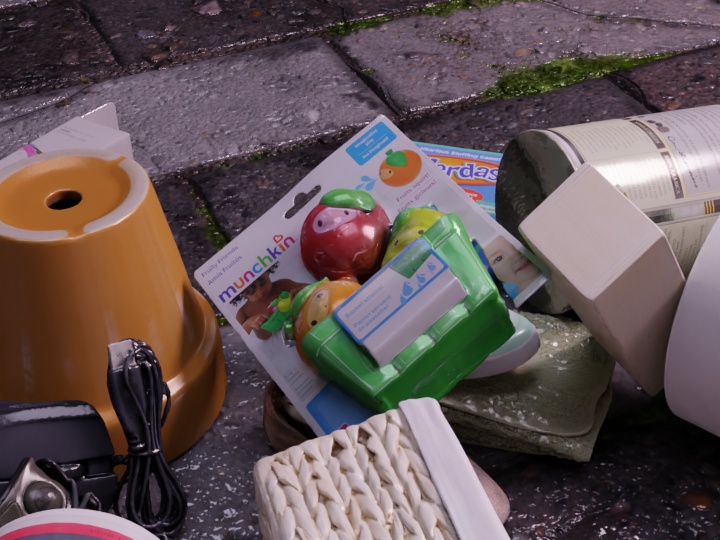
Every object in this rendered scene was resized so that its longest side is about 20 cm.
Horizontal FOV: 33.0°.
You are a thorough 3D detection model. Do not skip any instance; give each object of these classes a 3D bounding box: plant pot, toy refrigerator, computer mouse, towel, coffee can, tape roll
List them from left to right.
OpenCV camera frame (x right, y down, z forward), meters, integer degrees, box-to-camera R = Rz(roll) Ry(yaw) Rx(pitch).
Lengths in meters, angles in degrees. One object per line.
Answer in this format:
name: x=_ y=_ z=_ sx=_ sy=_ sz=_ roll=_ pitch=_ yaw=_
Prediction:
computer mouse: x=-0.222 y=0.125 z=0.807 sx=0.197 sy=0.141 sz=0.053 roll=-7 pitch=11 yaw=8
plant pot: x=-0.204 y=0.021 z=0.893 sx=0.197 sy=0.185 sz=0.201 roll=-1 pitch=35 yaw=1
towel: x=0.095 y=0.076 z=0.933 sx=0.197 sy=0.037 sz=0.149 roll=9 pitch=36 yaw=15
toy refrigerator: x=0.182 y=0.010 z=0.836 sx=0.070 sy=0.200 sz=0.076 roll=-43 pitch=57 yaw=3
coffee can: x=0.230 y=-0.054 z=0.996 sx=0.197 sy=0.148 sz=0.147 roll=-10 pitch=35 yaw=-22
tape roll: x=0.317 y=0.037 z=0.835 sx=0.138 sy=0.205 sz=0.202 roll=25 pitch=43 yaw=33

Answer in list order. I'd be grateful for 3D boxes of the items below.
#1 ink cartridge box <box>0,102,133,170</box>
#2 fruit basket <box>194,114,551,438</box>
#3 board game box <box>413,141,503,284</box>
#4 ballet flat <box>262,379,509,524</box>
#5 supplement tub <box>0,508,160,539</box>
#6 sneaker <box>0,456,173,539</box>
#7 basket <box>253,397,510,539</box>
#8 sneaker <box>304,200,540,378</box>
ink cartridge box: x=-0.254 y=-0.053 z=1.058 sx=0.067 sy=0.118 sz=0.200 roll=19 pitch=40 yaw=28
fruit basket: x=0.000 y=0.000 z=0.821 sx=0.185 sy=0.094 sz=0.200 roll=-39 pitch=60 yaw=-4
board game box: x=0.063 y=-0.046 z=1.098 sx=0.150 sy=0.046 sz=0.201 roll=8 pitch=36 yaw=14
ballet flat: x=0.010 y=0.124 z=0.841 sx=0.198 sy=0.068 sz=0.068 roll=18 pitch=47 yaw=25
supplement tub: x=-0.160 y=0.232 z=0.613 sx=0.138 sy=0.142 sz=0.201 roll=-1 pitch=27 yaw=1
sneaker: x=-0.156 y=0.176 z=0.737 sx=0.196 sy=0.116 sz=0.077 roll=3 pitch=37 yaw=4
basket: x=0.020 y=0.193 z=0.686 sx=0.122 sy=0.137 sz=0.201 roll=-13 pitch=36 yaw=-12
sneaker: x=0.038 y=0.005 z=0.899 sx=0.198 sy=0.120 sz=0.074 roll=13 pitch=34 yaw=25
